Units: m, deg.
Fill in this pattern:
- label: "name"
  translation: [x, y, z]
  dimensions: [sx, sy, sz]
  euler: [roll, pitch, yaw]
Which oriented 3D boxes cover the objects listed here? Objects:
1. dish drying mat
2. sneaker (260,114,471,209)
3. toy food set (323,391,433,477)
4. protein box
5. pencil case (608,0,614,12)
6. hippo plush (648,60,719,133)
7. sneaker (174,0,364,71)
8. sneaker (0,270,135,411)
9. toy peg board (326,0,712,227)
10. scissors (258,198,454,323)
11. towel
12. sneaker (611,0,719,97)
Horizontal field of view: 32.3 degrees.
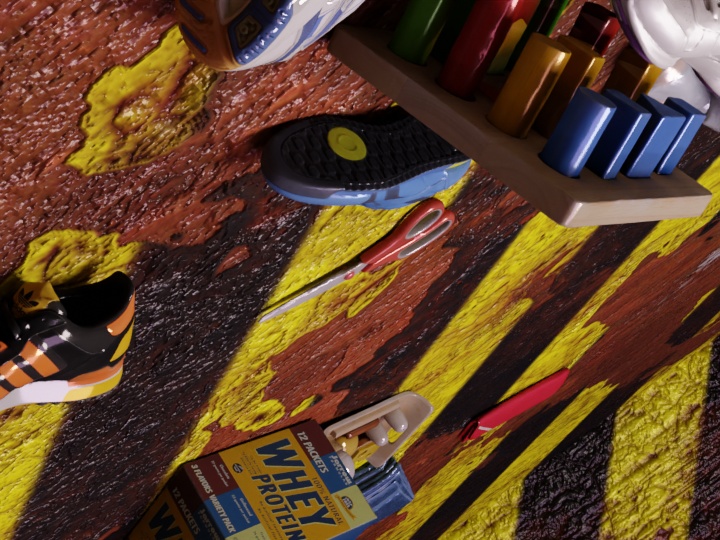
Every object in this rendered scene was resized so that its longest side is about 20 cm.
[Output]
- label: "dish drying mat"
  translation: [0.244, 0.213, 1.956]
  dimensions: [0.199, 0.018, 0.077]
  euler: [-23, 155, -31]
- label: "sneaker"
  translation: [0.002, -0.066, 0.882]
  dimensions: [0.199, 0.066, 0.078]
  euler: [-15, 155, -45]
- label: "toy food set"
  translation: [-0.010, 0.231, 1.521]
  dimensions: [0.199, 0.061, 0.144]
  euler: [-18, 154, -46]
- label: "protein box"
  translation: [-0.128, 0.294, 1.371]
  dimensions: [0.198, 0.135, 0.200]
  euler: [-13, 150, -46]
- label: "pencil case"
  translation: [0.210, -0.226, 0.827]
  dimensions: [0.084, 0.086, 0.200]
  euler: [-40, 159, -4]
- label: "hippo plush"
  translation: [0.325, -0.139, 1.093]
  dimensions: [0.159, 0.161, 0.200]
  euler: [-32, 160, -11]
- label: "sneaker"
  translation: [-0.007, -0.179, 0.628]
  dimensions: [0.200, 0.076, 0.088]
  euler: [-36, 172, 22]
- label: "sneaker"
  translation: [-0.227, 0.045, 0.778]
  dimensions: [0.199, 0.070, 0.090]
  euler: [-13, 136, -47]
- label: "toy peg board"
  translation: [0.122, -0.126, 0.777]
  dimensions: [0.199, 0.199, 0.098]
  euler: [-7, 131, -52]
- label: "scissors"
  translation: [0.000, 0.000, 1.097]
  dimensions: [0.199, 0.014, 0.073]
  euler: [-35, 162, -5]
- label: "towel"
  translation: [0.018, 0.325, 1.801]
  dimensions: [0.111, 0.049, 0.200]
  euler: [-33, 160, -5]
- label: "sneaker"
  translation: [0.231, -0.171, 0.795]
  dimensions: [0.099, 0.075, 0.199]
  euler: [-32, 152, 36]
